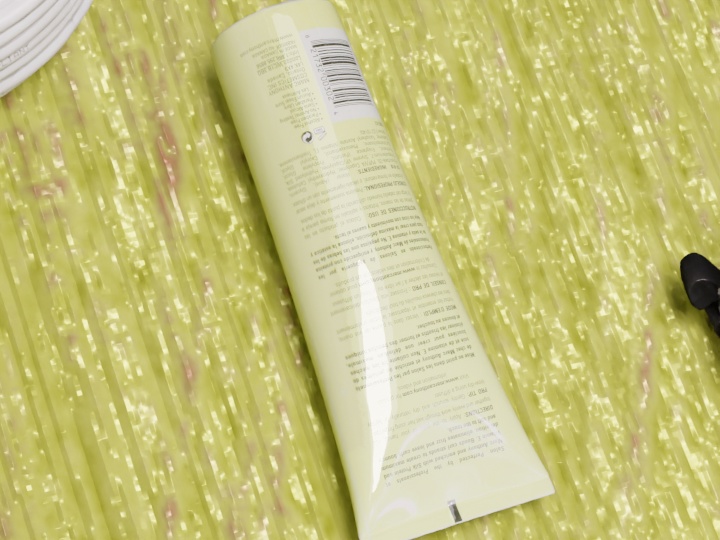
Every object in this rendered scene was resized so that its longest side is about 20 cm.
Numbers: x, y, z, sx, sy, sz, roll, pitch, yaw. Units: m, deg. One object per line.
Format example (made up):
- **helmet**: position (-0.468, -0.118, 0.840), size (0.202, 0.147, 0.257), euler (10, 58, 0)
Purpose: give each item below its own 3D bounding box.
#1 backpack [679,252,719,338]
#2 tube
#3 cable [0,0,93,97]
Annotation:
- **backpack**: position (0.256, 0.001, 0.930), size (0.200, 0.154, 0.190), euler (45, 53, 10)
- **tube**: position (0.000, 0.000, 0.914), size (0.058, 0.052, 0.201), euler (-27, 75, 19)
- **cable**: position (-0.187, -0.143, 0.910), size (0.199, 0.069, 0.201), euler (22, 63, -5)
